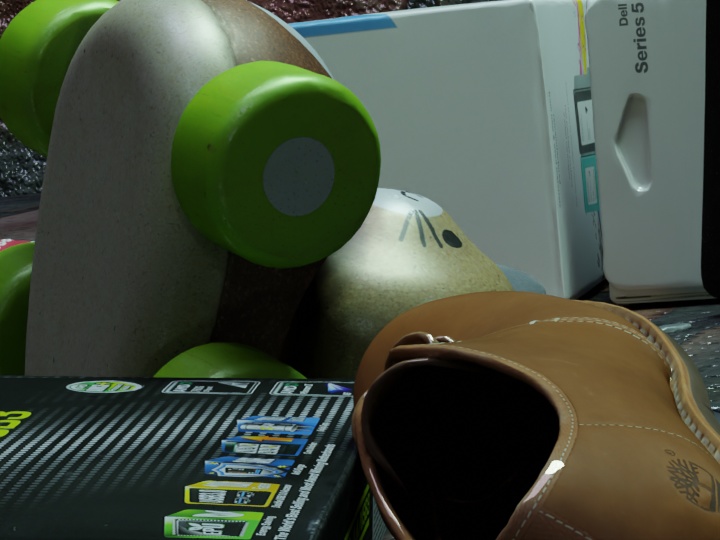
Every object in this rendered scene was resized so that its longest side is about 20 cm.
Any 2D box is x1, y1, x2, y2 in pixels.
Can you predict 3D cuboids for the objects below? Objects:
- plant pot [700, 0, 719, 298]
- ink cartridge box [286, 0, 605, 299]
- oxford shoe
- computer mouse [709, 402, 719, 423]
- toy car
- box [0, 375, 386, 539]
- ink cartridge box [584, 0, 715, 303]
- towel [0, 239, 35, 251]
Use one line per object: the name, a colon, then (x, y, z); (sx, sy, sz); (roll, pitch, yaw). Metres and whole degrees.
plant pot: (0.274, -0.080, 1.134); (0.199, 0.201, 0.177); (-9, 16, -29)
ink cartridge box: (0.042, -0.057, 1.347); (0.146, 0.147, 0.200); (-5, 5, 15)
oxford shoe: (0.027, 0.032, 0.555); (0.071, 0.072, 0.200); (30, 1, -17)
computer mouse: (0.116, 0.047, 0.632); (0.199, 0.046, 0.140); (-4, 7, 30)
toy car: (0.000, 0.000, 0.844); (0.199, 0.159, 0.164); (4, 11, -31)
box: (-0.095, 0.060, 0.635); (0.192, 0.048, 0.200); (3, 8, 6)
ink cartridge box: (0.179, -0.069, 1.314); (0.084, 0.146, 0.200); (-3, 6, 21)
towel: (-0.172, 0.028, 0.971); (0.199, 0.023, 0.145); (5, 32, 26)
